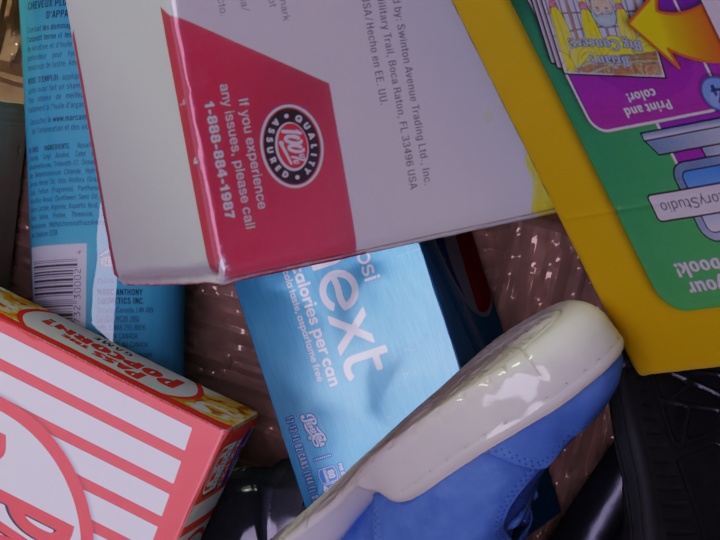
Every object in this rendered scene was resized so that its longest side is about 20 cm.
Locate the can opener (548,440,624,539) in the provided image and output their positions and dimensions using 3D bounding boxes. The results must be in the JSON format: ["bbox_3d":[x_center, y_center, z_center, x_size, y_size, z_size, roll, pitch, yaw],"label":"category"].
[{"bbox_3d":[0.074,0.116,0.855,0.063,0.078,0.201,35,104,52],"label":"can opener"}]

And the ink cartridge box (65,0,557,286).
[{"bbox_3d":[0.019,-0.083,0.777,0.199,0.083,0.146,-11,92,-26],"label":"ink cartridge box"}]

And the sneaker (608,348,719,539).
[{"bbox_3d":[0.097,0.092,0.781,0.060,0.104,0.200,5,57,-4],"label":"sneaker"}]

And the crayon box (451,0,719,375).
[{"bbox_3d":[0.124,-0.066,0.665,0.200,0.058,0.173,-9,116,47],"label":"crayon box"}]

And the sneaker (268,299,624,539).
[{"bbox_3d":[0.034,0.101,0.775,0.111,0.077,0.200,47,121,2],"label":"sneaker"}]

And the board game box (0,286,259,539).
[{"bbox_3d":[-0.154,0.073,0.850,0.199,0.046,0.152,25,99,8],"label":"board game box"}]

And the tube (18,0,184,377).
[{"bbox_3d":[-0.088,-0.055,0.892,0.077,0.050,0.201,-1,89,17],"label":"tube"}]

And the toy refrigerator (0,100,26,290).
[{"bbox_3d":[-0.224,-0.035,0.924,0.199,0.070,0.076,7,93,15],"label":"toy refrigerator"}]

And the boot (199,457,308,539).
[{"bbox_3d":[-0.104,0.148,0.901,0.199,0.066,0.165,-3,87,15],"label":"boot"}]

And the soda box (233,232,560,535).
[{"bbox_3d":[0.000,0.000,0.856,0.068,0.064,0.201,-18,90,18],"label":"soda box"}]
